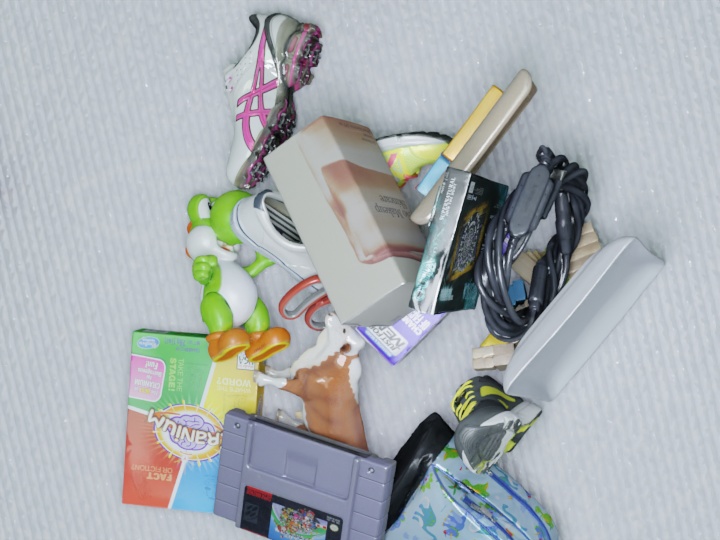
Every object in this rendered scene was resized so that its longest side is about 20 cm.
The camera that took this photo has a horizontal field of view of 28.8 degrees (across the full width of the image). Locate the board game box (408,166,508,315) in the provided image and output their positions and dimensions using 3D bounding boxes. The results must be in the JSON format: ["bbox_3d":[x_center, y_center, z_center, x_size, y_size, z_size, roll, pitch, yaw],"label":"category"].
[{"bbox_3d":[0.097,-0.026,1.356,0.028,0.200,0.135,16,94,15],"label":"board game box"}]

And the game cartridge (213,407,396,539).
[{"bbox_3d":[-0.064,0.237,1.512,0.200,0.038,0.130,15,104,22],"label":"game cartridge"}]

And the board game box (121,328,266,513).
[{"bbox_3d":[-0.189,0.172,1.600,0.153,0.040,0.200,4,93,9],"label":"board game box"}]

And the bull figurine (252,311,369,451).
[{"bbox_3d":[-0.046,0.139,1.535,0.121,0.065,0.200,0,120,15],"label":"bull figurine"}]

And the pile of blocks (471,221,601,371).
[{"bbox_3d":[0.189,0.032,1.529,0.200,0.062,0.082,-45,73,0],"label":"pile of blocks"}]

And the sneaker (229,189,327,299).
[{"bbox_3d":[-0.046,-0.020,1.518,0.200,0.071,0.073,28,65,-22],"label":"sneaker"}]

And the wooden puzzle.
[{"bbox_3d":[0.116,-0.128,1.458,0.037,0.200,0.185,37,97,3],"label":"wooden puzzle"}]

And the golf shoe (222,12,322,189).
[{"bbox_3d":[-0.114,-0.189,1.561,0.092,0.073,0.200,19,85,14],"label":"golf shoe"}]

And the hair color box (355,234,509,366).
[{"bbox_3d":[0.090,0.009,1.515,0.065,0.109,0.200,43,97,5],"label":"hair color box"}]

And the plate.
[{"bbox_3d":[0.228,0.049,1.456,0.032,0.200,0.200,41,98,22],"label":"plate"}]

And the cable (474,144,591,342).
[{"bbox_3d":[0.175,-0.021,1.428,0.051,0.163,0.200,17,82,27],"label":"cable"}]

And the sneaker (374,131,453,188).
[{"bbox_3d":[0.017,-0.098,1.542,0.200,0.078,0.090,-15,90,21],"label":"sneaker"}]

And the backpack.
[{"bbox_3d":[0.115,0.280,1.513,0.200,0.154,0.163,32,119,-7],"label":"backpack"}]

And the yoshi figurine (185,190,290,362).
[{"bbox_3d":[-0.136,-0.006,1.541,0.112,0.112,0.200,-17,70,-3],"label":"yoshi figurine"}]

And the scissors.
[{"bbox_3d":[0.000,0.000,1.499,0.200,0.014,0.073,-38,126,20],"label":"scissors"}]

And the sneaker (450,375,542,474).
[{"bbox_3d":[0.125,0.157,1.477,0.085,0.200,0.075,38,101,16],"label":"sneaker"}]

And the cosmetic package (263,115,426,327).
[{"bbox_3d":[-0.004,-0.049,1.437,0.087,0.103,0.200,-33,72,24],"label":"cosmetic package"}]
